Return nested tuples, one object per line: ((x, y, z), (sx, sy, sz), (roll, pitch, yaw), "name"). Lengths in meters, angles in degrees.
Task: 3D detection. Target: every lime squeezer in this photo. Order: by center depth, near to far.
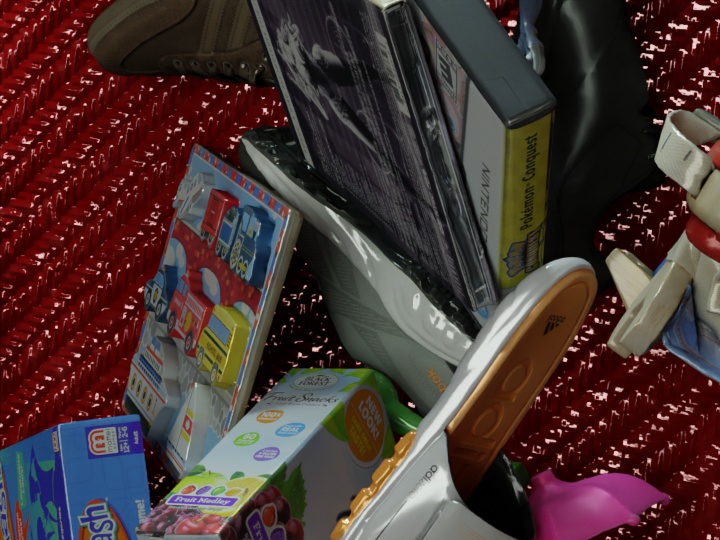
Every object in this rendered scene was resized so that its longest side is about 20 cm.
((-0.006, 0.080, 1.136), (0.200, 0.071, 0.038), (-11, 41, 43), "lime squeezer")

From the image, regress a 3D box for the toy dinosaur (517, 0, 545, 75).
((0.063, -0.181, 1.036), (0.181, 0.105, 0.200), (-2, 61, 46), "toy dinosaur")

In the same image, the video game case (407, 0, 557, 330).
((0.021, -0.086, 0.999), (0.025, 0.181, 0.200), (-26, 61, -13), "video game case")

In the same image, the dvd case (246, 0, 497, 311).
((-0.005, -0.082, 1.019), (0.016, 0.149, 0.200), (-26, 31, -13), "dvd case")

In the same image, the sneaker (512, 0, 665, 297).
((0.109, -0.080, 1.098), (0.091, 0.076, 0.201), (16, 91, 7), "sneaker")

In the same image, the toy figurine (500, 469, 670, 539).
((0.113, 0.187, 1.050), (0.150, 0.200, 0.185), (-17, 55, 62), "toy figurine")

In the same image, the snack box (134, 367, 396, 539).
((-0.019, 0.166, 1.066), (0.053, 0.142, 0.200), (-2, 117, 32), "snack box")

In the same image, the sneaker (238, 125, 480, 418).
((0.000, 0.000, 1.148), (0.200, 0.074, 0.079), (48, 125, 26), "sneaker")

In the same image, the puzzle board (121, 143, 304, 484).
((-0.082, 0.023, 1.147), (0.200, 0.017, 0.151), (-144, 70, -70), "puzzle board")

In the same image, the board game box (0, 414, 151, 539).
((-0.146, 0.159, 1.167), (0.200, 0.045, 0.153), (153, 110, -69), "board game box")

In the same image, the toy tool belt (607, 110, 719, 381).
((0.166, 0.014, 0.974), (0.125, 0.200, 0.123), (36, 104, 23), "toy tool belt")

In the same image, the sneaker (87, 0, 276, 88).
((-0.053, -0.122, 1.182), (0.200, 0.070, 0.076), (-17, 81, 28), "sneaker")

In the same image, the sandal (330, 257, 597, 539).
((0.052, 0.091, 0.994), (0.059, 0.079, 0.207), (40, 106, 30), "sandal")
